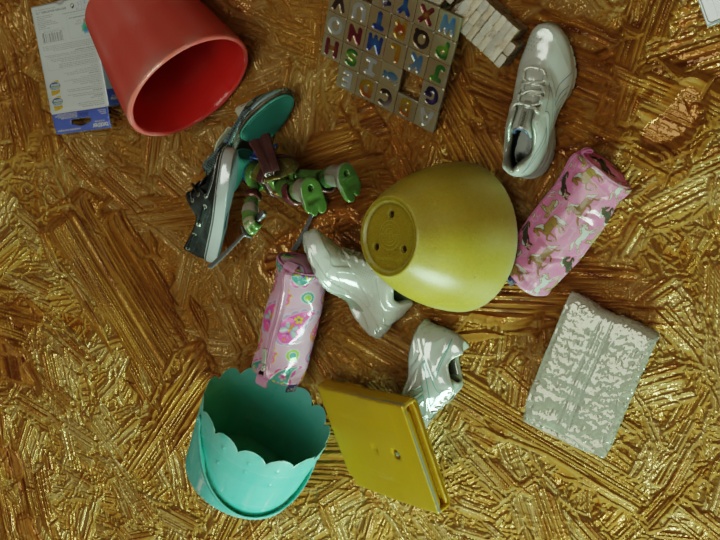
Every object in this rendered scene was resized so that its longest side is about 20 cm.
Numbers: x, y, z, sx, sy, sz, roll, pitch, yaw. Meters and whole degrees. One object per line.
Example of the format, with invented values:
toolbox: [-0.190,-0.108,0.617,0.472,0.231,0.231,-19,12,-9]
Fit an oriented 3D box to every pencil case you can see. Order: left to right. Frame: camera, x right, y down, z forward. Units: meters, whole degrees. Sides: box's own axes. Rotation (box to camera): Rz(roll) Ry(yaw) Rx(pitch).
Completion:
pencil case: [-0.105,0.075,1.525,0.087,0.087,0.202,23,112,18]
pencil case: [0.261,-0.062,1.327,0.201,0.086,0.083,-54,41,25]

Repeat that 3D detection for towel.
towel: [0.306,0.142,1.383,0.131,0.034,0.202,25,111,16]

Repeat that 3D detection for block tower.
block tower: [0.129,-0.350,1.328,0.200,0.058,0.054,44,116,7]

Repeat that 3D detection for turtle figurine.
turtle figurine: [-0.092,-0.084,1.433,0.193,0.143,0.203,3,80,52]

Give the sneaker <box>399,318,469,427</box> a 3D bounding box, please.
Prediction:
sneaker: [0.099,0.175,1.467,0.079,0.070,0.203,17,109,17]

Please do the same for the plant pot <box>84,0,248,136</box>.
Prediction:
plant pot: [-0.287,-0.321,1.461,0.201,0.200,0.178,-46,71,27]

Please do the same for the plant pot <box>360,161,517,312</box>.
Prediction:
plant pot: [0.084,-0.043,1.340,0.198,0.141,0.203,2,93,44]

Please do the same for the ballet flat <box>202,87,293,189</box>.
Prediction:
ballet flat: [-0.172,-0.201,1.502,0.074,0.074,0.200,44,113,9]

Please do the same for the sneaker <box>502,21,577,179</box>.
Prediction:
sneaker: [0.223,-0.211,1.302,0.074,0.087,0.203,13,107,23]

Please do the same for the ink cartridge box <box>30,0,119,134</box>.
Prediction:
ink cartridge box: [-0.441,-0.319,1.607,0.118,0.042,0.203,-3,99,25]

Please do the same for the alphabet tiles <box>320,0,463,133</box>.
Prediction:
alphabet tiles: [0.034,-0.298,1.380,0.199,0.008,0.169,29,129,21]

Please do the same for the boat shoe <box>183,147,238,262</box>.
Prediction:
boat shoe: [-0.222,-0.098,1.492,0.065,0.070,0.201,15,134,-3]

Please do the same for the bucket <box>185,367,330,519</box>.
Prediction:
bucket: [-0.160,0.261,1.540,0.206,0.207,0.136,33,120,13]

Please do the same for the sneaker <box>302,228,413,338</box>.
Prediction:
sneaker: [0.000,0.000,1.448,0.099,0.078,0.200,-37,121,13]

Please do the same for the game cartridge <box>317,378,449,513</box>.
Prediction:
game cartridge: [0.031,0.248,1.481,0.199,0.032,0.178,7,121,53]

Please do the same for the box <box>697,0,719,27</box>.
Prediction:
box: [0.471,-0.369,1.161,0.198,0.060,0.118,-18,95,27]
